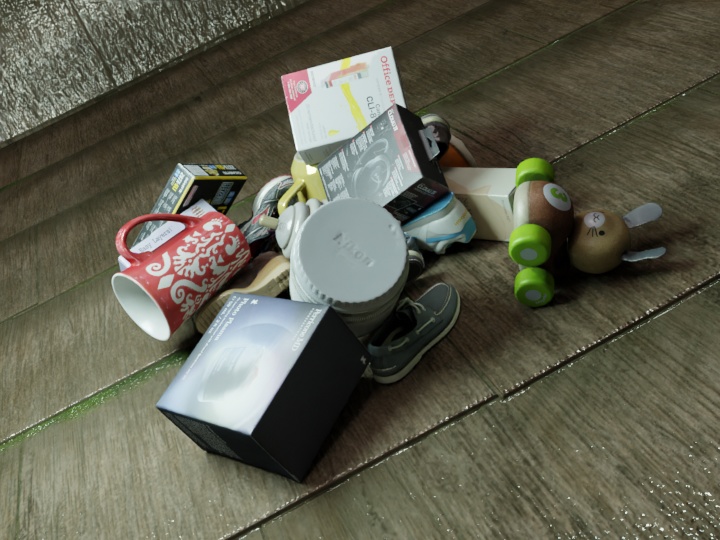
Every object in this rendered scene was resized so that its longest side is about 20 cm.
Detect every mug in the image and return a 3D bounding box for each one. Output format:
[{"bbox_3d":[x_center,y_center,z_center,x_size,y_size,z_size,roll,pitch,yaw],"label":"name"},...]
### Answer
[{"bbox_3d":[-0.057,-0.146,1.652,0.149,0.154,0.187,-13,31,19],"label":"mug"},{"bbox_3d":[-0.287,-0.014,1.472,0.133,0.178,0.200,25,52,32],"label":"mug"}]

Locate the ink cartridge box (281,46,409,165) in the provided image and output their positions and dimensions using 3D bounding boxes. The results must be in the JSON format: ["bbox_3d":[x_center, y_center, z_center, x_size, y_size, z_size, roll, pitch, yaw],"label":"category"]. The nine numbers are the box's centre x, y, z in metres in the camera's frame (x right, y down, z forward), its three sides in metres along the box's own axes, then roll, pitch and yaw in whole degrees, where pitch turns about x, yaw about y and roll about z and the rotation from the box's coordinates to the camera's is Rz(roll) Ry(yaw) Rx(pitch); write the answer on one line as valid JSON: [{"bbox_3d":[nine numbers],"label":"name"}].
[{"bbox_3d":[-0.020,-0.281,1.561,0.199,0.146,0.083,-14,-14,5],"label":"ink cartridge box"}]

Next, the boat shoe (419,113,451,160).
[{"bbox_3d":[0.066,-0.179,1.514,0.200,0.074,0.074,-39,35,24],"label":"boat shoe"}]

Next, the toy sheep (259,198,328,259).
[{"bbox_3d":[-0.075,-0.060,1.529,0.199,0.138,0.138,9,24,-16],"label":"toy sheep"}]

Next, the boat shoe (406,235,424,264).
[{"bbox_3d":[0.000,0.000,1.449,0.199,0.068,0.072,-20,28,7],"label":"boat shoe"}]

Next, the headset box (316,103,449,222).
[{"bbox_3d":[0.039,-0.153,1.444,0.200,0.077,0.149,-35,58,28],"label":"headset box"}]

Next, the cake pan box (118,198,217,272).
[{"bbox_3d":[-0.336,-0.010,1.612,0.052,0.185,0.200,39,58,19],"label":"cake pan box"}]

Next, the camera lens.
[{"bbox_3d":[-0.018,0.002,1.257,0.160,0.160,0.200,-31,-12,-12],"label":"camera lens"}]

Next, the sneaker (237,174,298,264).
[{"bbox_3d":[-0.170,-0.086,1.695,0.075,0.081,0.200,28,83,48],"label":"sneaker"}]

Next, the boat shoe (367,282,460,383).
[{"bbox_3d":[0.076,0.072,1.276,0.073,0.062,0.200,5,40,41],"label":"boat shoe"}]

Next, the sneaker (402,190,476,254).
[{"bbox_3d":[0.104,-0.061,1.473,0.077,0.081,0.200,-51,17,-27],"label":"sneaker"}]

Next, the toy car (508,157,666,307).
[{"bbox_3d":[0.311,-0.054,1.241,0.199,0.158,0.165,-1,46,16],"label":"toy car"}]

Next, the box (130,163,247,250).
[{"bbox_3d":[-0.310,-0.101,1.647,0.200,0.049,0.160,-56,-18,21],"label":"box"}]

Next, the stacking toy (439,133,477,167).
[{"bbox_3d":[0.096,-0.149,1.601,0.200,0.146,0.146,-48,33,-8],"label":"stacking toy"}]

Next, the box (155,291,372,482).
[{"bbox_3d":[-0.126,0.145,1.201,0.198,0.123,0.200,6,54,42],"label":"box"}]

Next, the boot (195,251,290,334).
[{"bbox_3d":[-0.203,0.037,1.566,0.200,0.073,0.166,-32,17,-12],"label":"boot"}]

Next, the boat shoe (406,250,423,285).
[{"bbox_3d":[0.009,0.035,1.389,0.199,0.072,0.065,-22,40,-2],"label":"boat shoe"}]

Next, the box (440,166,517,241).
[{"bbox_3d":[0.189,-0.109,1.467,0.199,0.095,0.078,6,41,45],"label":"box"}]
